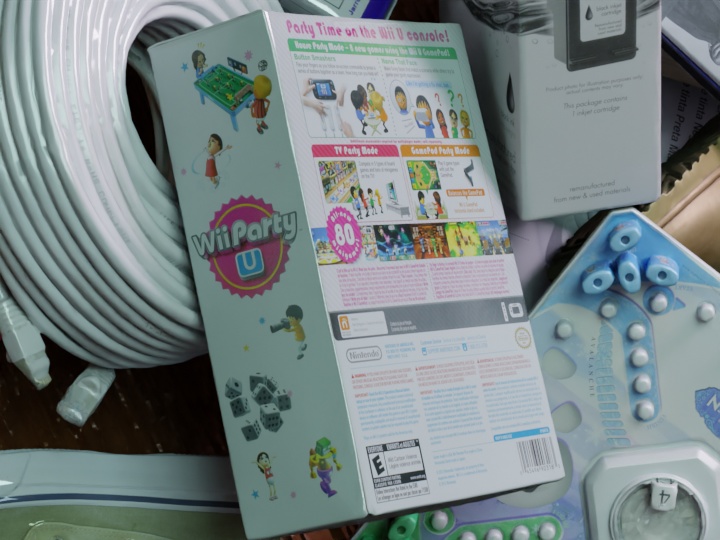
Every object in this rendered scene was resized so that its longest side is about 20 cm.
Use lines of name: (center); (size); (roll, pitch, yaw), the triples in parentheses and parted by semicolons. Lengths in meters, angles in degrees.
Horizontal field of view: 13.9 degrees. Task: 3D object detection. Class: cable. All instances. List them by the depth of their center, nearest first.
cable: (-0.091, -0.061, 1.203); (0.200, 0.069, 0.200); (-42, 115, -54)

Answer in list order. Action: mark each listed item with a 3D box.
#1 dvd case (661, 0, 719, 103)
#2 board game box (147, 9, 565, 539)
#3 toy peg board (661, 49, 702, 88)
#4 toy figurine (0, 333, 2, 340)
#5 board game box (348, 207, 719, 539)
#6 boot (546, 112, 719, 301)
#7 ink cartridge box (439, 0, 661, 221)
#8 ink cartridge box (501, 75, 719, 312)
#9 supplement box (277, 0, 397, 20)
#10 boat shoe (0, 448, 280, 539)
dvd case: (0.232, -0.111, 1.321); (0.200, 0.025, 0.150); (41, 83, -18)
board game box: (0.000, 0.000, 1.192); (0.147, 0.064, 0.201); (-2, 79, -56)
toy peg board: (0.164, -0.196, 1.397); (0.199, 0.098, 0.200); (16, 51, -17)
toy figurine: (-0.183, -0.060, 1.241); (0.184, 0.150, 0.200); (53, 41, -11)
board game box: (0.129, 0.109, 1.271); (0.200, 0.026, 0.200); (37, 100, -5)
boot: (0.197, 0.033, 1.330); (0.175, 0.066, 0.200); (-38, 95, -33)
ink cartridge box: (0.079, -0.137, 1.260); (0.066, 0.116, 0.201); (-9, 113, -14)
ink cartridge box: (0.141, -0.036, 1.388); (0.199, 0.041, 0.200); (21, 64, -14)
supplement box: (-0.076, -0.170, 1.319); (0.200, 0.101, 0.104); (30, 63, -9)
boat shoe: (-0.120, 0.112, 1.215); (0.199, 0.072, 0.062); (-1, 69, -24)
